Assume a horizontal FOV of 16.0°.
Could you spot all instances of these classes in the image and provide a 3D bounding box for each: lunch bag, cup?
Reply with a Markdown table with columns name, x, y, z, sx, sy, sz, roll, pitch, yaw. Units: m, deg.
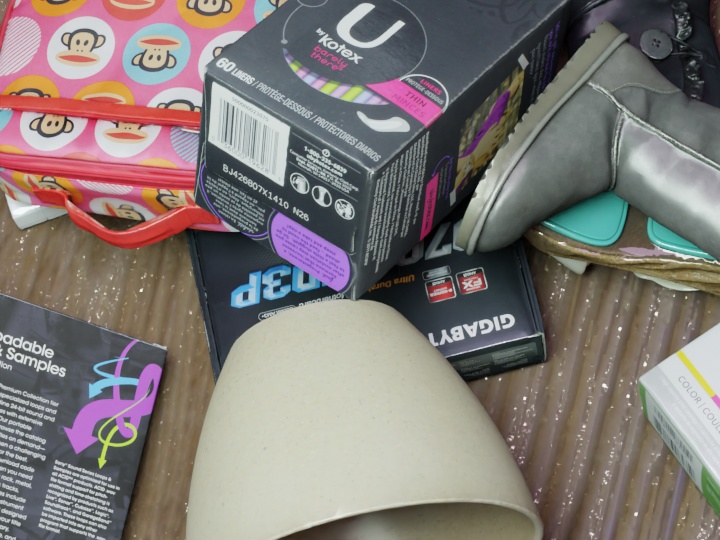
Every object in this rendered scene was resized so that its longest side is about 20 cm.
| name | x | y | z | sx | sy | sz | roll | pitch | yaw |
| --- | --- | --- | --- | --- | --- | --- | --- | --- | --- |
| lunch bag | -0.132 | -0.096 | 1.556 | 0.198 | 0.082 | 0.177 | 6 | 62 | 16 |
| cup | -0.010 | 0.102 | 1.422 | 0.199 | 0.201 | 0.144 | -14 | 66 | 2 |

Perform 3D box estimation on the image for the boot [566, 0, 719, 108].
| name | x | y | z | sx | sy | sz | roll | pitch | yaw |
| --- | --- | --- | --- | --- | --- | --- | --- | --- | --- |
| boot | 0.134 | -0.143 | 1.553 | 0.199 | 0.076 | 0.169 | 6 | 63 | -17 |

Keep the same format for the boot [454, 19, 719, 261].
| name | x | y | z | sx | sy | sz | roll | pitch | yaw |
| --- | --- | --- | --- | --- | --- | --- | --- | --- | --- |
| boot | 0.177 | -0.032 | 1.453 | 0.200 | 0.073 | 0.182 | 37 | 74 | 7 |

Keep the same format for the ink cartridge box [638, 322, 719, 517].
| name | x | y | z | sx | sy | sz | roll | pitch | yaw |
| --- | --- | --- | --- | --- | --- | --- | --- | --- | --- |
| ink cartridge box | 0.270 | 0.057 | 1.477 | 0.199 | 0.059 | 0.104 | -32 | 65 | -6 |

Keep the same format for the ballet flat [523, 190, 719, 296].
| name | x | y | z | sx | sy | sz | roll | pitch | yaw |
| --- | --- | --- | --- | --- | --- | --- | --- | --- | --- |
| ballet flat | 0.160 | -0.022 | 1.519 | 0.198 | 0.073 | 0.068 | 13 | 59 | 5 |

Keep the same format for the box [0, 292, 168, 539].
| name | x | y | z | sx | sy | sz | roll | pitch | yaw |
| --- | --- | --- | --- | --- | --- | --- | --- | --- | --- |
| box | -0.203 | 0.118 | 1.501 | 0.142 | 0.036 | 0.201 | 20 | 68 | -17 |

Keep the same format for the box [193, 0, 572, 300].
| name | x | y | z | sx | sy | sz | roll | pitch | yaw |
| --- | --- | --- | --- | --- | --- | --- | --- | --- | --- |
| box | 0.013 | -0.099 | 1.447 | 0.122 | 0.107 | 0.200 | 31 | 50 | 20 |

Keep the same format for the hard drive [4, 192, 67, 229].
| name | x | y | z | sx | sy | sz | roll | pitch | yaw |
| --- | --- | --- | --- | --- | --- | --- | --- | --- | --- |
| hard drive | -0.143 | -0.119 | 1.634 | 0.199 | 0.027 | 0.133 | -20 | 65 | 0 |

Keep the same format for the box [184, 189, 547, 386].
| name | x | y | z | sx | sy | sz | roll | pitch | yaw |
| --- | --- | --- | --- | --- | --- | --- | --- | --- | --- |
| box | 0.000 | 0.000 | 1.549 | 0.198 | 0.046 | 0.160 | -14 | 65 | 3 |
